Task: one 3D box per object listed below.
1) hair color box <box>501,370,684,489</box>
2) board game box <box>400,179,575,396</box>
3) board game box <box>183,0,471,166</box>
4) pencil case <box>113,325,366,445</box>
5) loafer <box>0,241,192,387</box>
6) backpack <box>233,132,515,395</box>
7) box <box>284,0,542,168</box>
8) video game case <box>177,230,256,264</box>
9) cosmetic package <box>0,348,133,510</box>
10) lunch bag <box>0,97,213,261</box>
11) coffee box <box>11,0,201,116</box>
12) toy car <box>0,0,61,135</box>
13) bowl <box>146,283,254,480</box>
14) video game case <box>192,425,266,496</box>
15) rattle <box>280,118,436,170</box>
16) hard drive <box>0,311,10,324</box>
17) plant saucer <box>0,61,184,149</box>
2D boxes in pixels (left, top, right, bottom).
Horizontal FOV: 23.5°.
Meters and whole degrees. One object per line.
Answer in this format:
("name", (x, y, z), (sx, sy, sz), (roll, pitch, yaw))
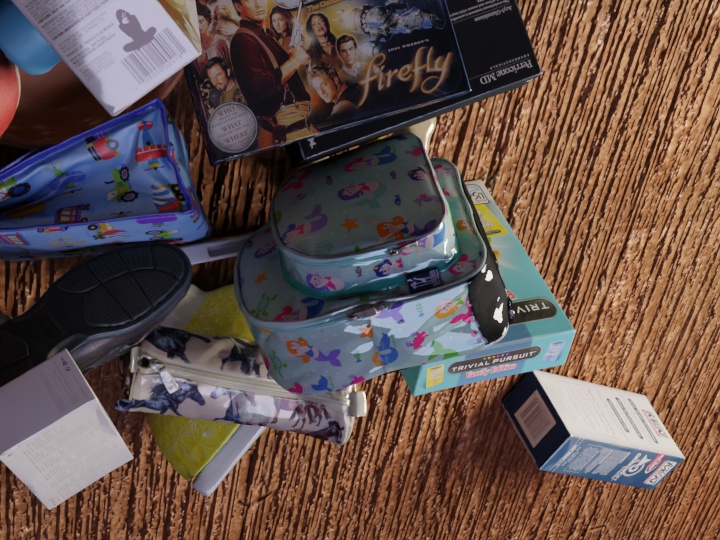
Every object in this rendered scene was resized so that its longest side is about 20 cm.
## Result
("hair color box", (0.258, 0.178, 1.914), (0.199, 0.100, 0.061), (15, 126, -41))
("board game box", (0.078, 0.010, 1.539), (0.150, 0.201, 0.047), (-10, 138, -22))
("board game box", (-0.033, -0.169, 1.270), (0.199, 0.136, 0.035), (-17, -179, -10))
("pencil case", (-0.096, 0.090, 1.397), (0.198, 0.089, 0.078), (10, 98, -10))
("loafer", (-0.218, 0.047, 1.330), (0.199, 0.072, 0.063), (-31, 157, -15))
("backpack", (0.000, 0.000, 1.338), (0.199, 0.178, 0.151), (-22, 125, 7))
("box", (0.020, -0.179, 1.335), (0.199, 0.142, 0.079), (-20, 179, -10))
("video game case", (-0.103, -0.022, 1.467), (0.199, 0.018, 0.143), (-11, -178, -21))
("cosmetic package", (-0.232, 0.124, 1.319), (0.082, 0.051, 0.200), (-33, 165, -10))
("lunch bag", (-0.227, -0.048, 1.347), (0.199, 0.095, 0.151), (-17, 173, -1))
("coffee box", (-0.196, -0.217, 1.142), (0.079, 0.115, 0.200), (-33, 120, 11))
("toy car", (-0.308, -0.122, 1.126), (0.184, 0.200, 0.177), (-35, 114, 15))
("bowl", (-0.134, 0.076, 1.540), (0.107, 0.200, 0.200), (38, 115, -4))
("video game case", (-0.073, 0.101, 1.565), (0.022, 0.182, 0.200), (38, 99, -4))
("rattle", (-0.047, -0.129, 1.449), (0.199, 0.143, 0.131), (19, 96, -22))
("hard drive", (-0.317, 0.042, 1.381), (0.033, 0.140, 0.200), (-41, 141, -2))
("plant saucer", (-0.219, -0.177, 1.284), (0.199, 0.038, 0.201), (-17, 141, -14))
